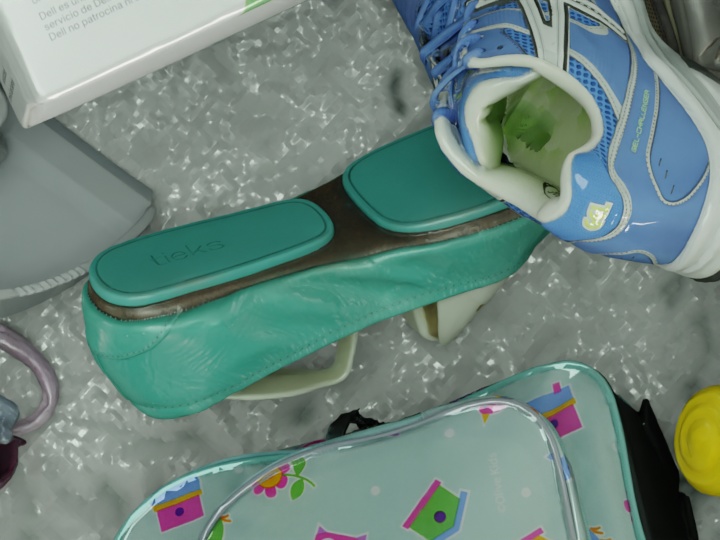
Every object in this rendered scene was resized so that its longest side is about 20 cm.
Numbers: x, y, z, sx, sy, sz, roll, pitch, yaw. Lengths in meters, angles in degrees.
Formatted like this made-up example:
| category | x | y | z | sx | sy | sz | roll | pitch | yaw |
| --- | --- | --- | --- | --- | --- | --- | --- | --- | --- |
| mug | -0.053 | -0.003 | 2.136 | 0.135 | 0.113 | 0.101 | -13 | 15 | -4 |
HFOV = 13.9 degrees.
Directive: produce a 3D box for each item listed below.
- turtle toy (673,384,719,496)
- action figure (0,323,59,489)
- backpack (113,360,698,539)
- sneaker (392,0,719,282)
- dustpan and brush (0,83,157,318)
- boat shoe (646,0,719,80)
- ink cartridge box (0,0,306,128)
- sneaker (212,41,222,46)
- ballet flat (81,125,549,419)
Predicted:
| category | x | y | z | sx | sy | sz | roll | pitch | yaw |
| --- | --- | --- | --- | --- | --- | --- | --- | --- | --- |
| turtle toy | 0.185 | 0.072 | 0.974 | 0.145 | 0.101 | 0.201 | 4 | 132 | -34 |
| action figure | -0.212 | 0.103 | 1.028 | 0.134 | 0.149 | 0.201 | 32 | 114 | -2 |
| backpack | 0.011 | 0.132 | 0.984 | 0.199 | 0.153 | 0.177 | -17 | 77 | 17 |
| sneaker | 0.055 | -0.072 | 0.974 | 0.077 | 0.200 | 0.076 | 3 | 121 | -36 |
| dustpan and brush | -0.163 | -0.013 | 0.981 | 0.139 | 0.057 | 0.200 | 36 | 54 | 0 |
| boat shoe | 0.131 | -0.070 | 1.017 | 0.074 | 0.073 | 0.201 | -11 | 82 | -13 |
| ink cartridge box | -0.080 | -0.165 | 0.901 | 0.145 | 0.087 | 0.201 | -26 | 92 | -9 |
| sneaker | -0.126 | -0.126 | 0.981 | 0.199 | 0.075 | 0.116 | -9 | 105 | -37 |
| ballet flat | 0.000 | 0.000 | 1.026 | 0.199 | 0.067 | 0.071 | -20 | 127 | -13 |
